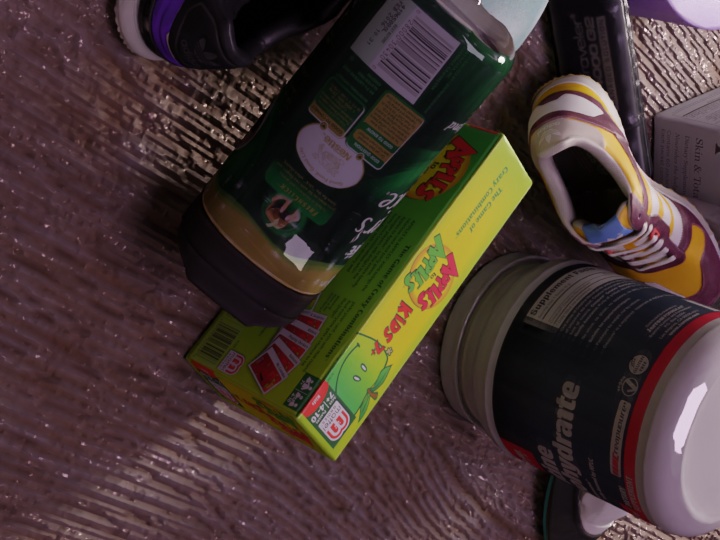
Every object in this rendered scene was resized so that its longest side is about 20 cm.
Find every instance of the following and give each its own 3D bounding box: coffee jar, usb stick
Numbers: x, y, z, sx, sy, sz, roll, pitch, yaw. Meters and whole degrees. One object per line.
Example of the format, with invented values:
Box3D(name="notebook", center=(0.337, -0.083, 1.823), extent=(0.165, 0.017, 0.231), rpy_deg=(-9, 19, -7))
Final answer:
Box3D(name="coffee jar", center=(-0.011, -0.065, 0.791), extent=(0.085, 0.104, 0.200), rpy_deg=(39, 109, -6))
Box3D(name="usb stick", center=(0.157, -0.138, 1.015), extent=(0.033, 0.055, 0.202), rpy_deg=(-72, 152, -53))

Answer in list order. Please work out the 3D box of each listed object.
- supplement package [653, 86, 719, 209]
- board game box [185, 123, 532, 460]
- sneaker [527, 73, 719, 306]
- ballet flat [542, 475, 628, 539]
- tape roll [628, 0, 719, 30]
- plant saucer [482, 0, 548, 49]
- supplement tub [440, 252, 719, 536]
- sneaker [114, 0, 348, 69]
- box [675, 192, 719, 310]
Box3D(name="supplement package", center=(0.338, -0.043, 1.120), extent=(0.150, 0.199, 0.154), rpy_deg=(-23, 120, -37))
Box3D(name="board game box", center=(0.000, 0.000, 0.874), extent=(0.201, 0.101, 0.048), rpy_deg=(-53, 135, -15))
Box3D(name="sneaker", center=(0.173, -0.031, 1.009), extent=(0.200, 0.075, 0.091), rpy_deg=(47, 32, -20))
Box3D(name="ballet flat", center=(0.178, 0.136, 1.127), extent=(0.067, 0.068, 0.203), rpy_deg=(-15, 116, -40))
Box3D(name="tape roll", center=(0.229, -0.268, 1.025), extent=(0.199, 0.065, 0.203), rpy_deg=(-20, 119, -39))
Box3D(name="plant saucer", center=(0.080, -0.219, 0.866), extent=(0.200, 0.038, 0.204), rpy_deg=(4, 86, -58))
Box3D(name="supplement tub", center=(0.163, 0.074, 0.992), extent=(0.139, 0.199, 0.142), rpy_deg=(-18, 117, -38))
Box3D(name="sneaker", center=(-0.027, -0.170, 0.782), extent=(0.201, 0.099, 0.070), rpy_deg=(-49, 135, -19))
Box3D(name="box", center=(0.267, 0.033, 1.080), extent=(0.036, 0.199, 0.146), rpy_deg=(-17, 117, -35))
